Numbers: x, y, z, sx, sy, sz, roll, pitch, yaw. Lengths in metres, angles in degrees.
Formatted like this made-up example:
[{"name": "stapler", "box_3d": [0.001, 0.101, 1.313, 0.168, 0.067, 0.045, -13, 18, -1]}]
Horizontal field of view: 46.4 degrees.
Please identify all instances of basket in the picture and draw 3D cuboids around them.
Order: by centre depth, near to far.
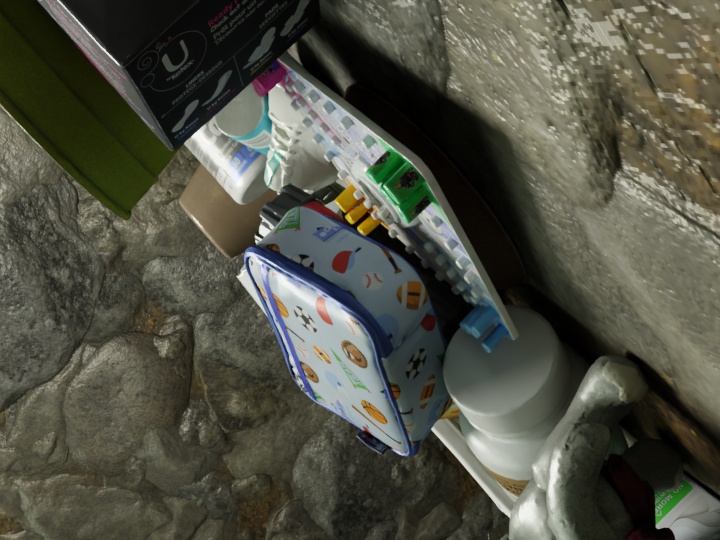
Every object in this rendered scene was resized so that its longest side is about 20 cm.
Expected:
[{"name": "basket", "box_3d": [0.151, 0.173, 0.980, 0.200, 0.123, 0.136, 47, 176, 11]}]

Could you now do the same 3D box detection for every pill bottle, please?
[{"name": "pill bottle", "box_3d": [0.141, 0.119, 0.668, 0.114, 0.114, 0.201, 42, 173, 44]}, {"name": "pill bottle", "box_3d": [-0.177, -0.193, 1.052, 0.200, 0.114, 0.114, 47, 176, 4]}]

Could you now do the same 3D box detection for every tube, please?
[{"name": "tube", "box_3d": [-0.083, -0.133, 0.831, 0.076, 0.052, 0.200, 14, 178, 15]}]

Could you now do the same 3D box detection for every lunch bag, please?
[{"name": "lunch bag", "box_3d": [-0.010, 0.053, 0.658, 0.158, 0.076, 0.202, 26, 148, 32]}]

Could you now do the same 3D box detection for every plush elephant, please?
[{"name": "plush elephant", "box_3d": [0.171, 0.184, 0.528, 0.154, 0.199, 0.166, 36, 162, 46]}]

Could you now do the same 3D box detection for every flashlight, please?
[{"name": "flashlight", "box_3d": [0.000, 0.000, 0.711, 0.198, 0.068, 0.068, 34, 178, 26]}]

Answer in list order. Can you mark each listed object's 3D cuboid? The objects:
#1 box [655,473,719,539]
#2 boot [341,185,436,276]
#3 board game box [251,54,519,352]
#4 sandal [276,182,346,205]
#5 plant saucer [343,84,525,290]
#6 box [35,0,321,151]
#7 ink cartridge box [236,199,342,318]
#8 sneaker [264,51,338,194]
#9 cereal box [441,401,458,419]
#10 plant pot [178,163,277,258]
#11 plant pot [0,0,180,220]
[{"name": "box", "box_3d": [0.298, 0.274, 0.622, 0.201, 0.096, 0.176, 50, 177, -22]}, {"name": "boot", "box_3d": [0.031, -0.024, 0.841, 0.201, 0.067, 0.131, 50, 180, -29]}, {"name": "board game box", "box_3d": [0.012, -0.049, 0.579, 0.200, 0.026, 0.201, 45, 175, 41]}, {"name": "sandal", "box_3d": [-0.011, -0.059, 0.978, 0.201, 0.080, 0.057, 45, -149, -6]}, {"name": "plant saucer", "box_3d": [0.044, -0.052, 0.643, 0.201, 0.037, 0.200, 48, 176, 4]}, {"name": "box", "box_3d": [-0.133, -0.197, 0.471, 0.200, 0.132, 0.115, 46, 172, 9]}, {"name": "ink cartridge box", "box_3d": [-0.018, 0.035, 0.947, 0.202, 0.146, 0.086, 56, -149, -18]}, {"name": "sneaker", "box_3d": [-0.055, -0.112, 0.740, 0.075, 0.088, 0.200, 46, 175, 19]}, {"name": "cereal box", "box_3d": [0.080, 0.079, 0.807, 0.200, 0.141, 0.040, 51, -148, -47]}, {"name": "plant pot", "box_3d": [-0.166, -0.119, 1.215, 0.201, 0.174, 0.200, 48, 175, 5]}, {"name": "plant pot", "box_3d": [-0.175, -0.180, 0.625, 0.201, 0.193, 0.200, 46, 176, 4]}]
